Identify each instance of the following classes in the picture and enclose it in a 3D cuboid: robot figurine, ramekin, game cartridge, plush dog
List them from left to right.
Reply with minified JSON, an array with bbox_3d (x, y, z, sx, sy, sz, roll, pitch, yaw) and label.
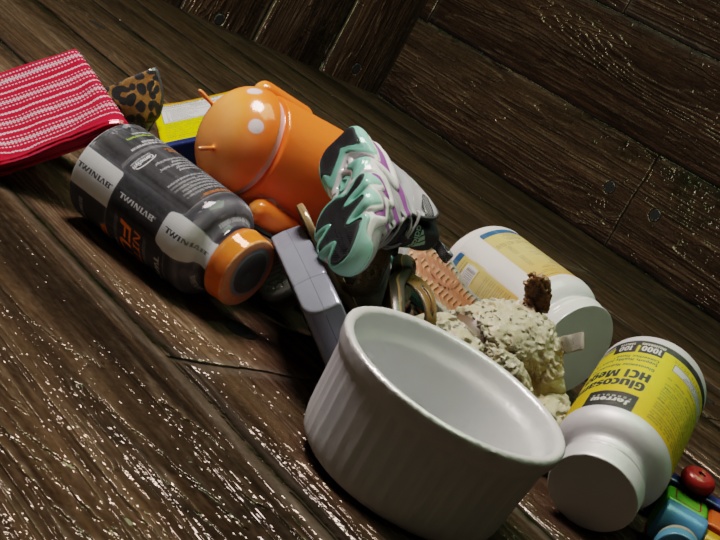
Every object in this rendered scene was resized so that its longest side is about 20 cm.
[{"bbox_3d":[-0.082,-0.110,1.248,0.200,0.144,0.117,26,-2,-34],"label":"robot figurine"},{"bbox_3d":[-0.036,0.036,1.136,0.200,0.041,0.133,-122,-167,-66],"label":"game cartridge"},{"bbox_3d":[0.052,0.124,0.981,0.200,0.098,0.201,28,16,-9],"label":"ramekin"},{"bbox_3d":[0.109,0.085,1.241,0.172,0.161,0.200,-8,32,-30],"label":"plush dog"}]

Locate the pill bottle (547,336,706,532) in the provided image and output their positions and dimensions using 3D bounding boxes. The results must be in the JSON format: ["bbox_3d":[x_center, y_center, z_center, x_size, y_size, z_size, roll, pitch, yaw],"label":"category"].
[{"bbox_3d":[0.251,0.155,1.182,0.112,0.113,0.200,32,38,12],"label":"pill bottle"}]

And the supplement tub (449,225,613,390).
[{"bbox_3d":[0.200,0.048,1.540,0.145,0.145,0.200,18,17,-42],"label":"supplement tub"}]

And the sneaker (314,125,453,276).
[{"bbox_3d":[0.032,-0.039,1.138,0.140,0.078,0.200,37,31,-24],"label":"sneaker"}]

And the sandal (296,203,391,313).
[{"bbox_3d":[-0.002,-0.004,1.207,0.212,0.070,0.078,70,-5,-48],"label":"sandal"}]

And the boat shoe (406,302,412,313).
[{"bbox_3d":[-0.011,-0.007,1.465,0.202,0.075,0.075,40,2,24],"label":"boat shoe"}]

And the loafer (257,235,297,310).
[{"bbox_3d":[-0.061,-0.007,1.324,0.200,0.075,0.070,-75,142,-63],"label":"loafer"}]

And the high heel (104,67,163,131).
[{"bbox_3d":[-0.317,-0.192,1.347,0.200,0.143,0.071,28,12,-3],"label":"high heel"}]

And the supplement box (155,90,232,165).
[{"bbox_3d":[-0.166,-0.122,1.398,0.109,0.110,0.200,-12,22,-8],"label":"supplement box"}]

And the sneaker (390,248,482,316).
[{"bbox_3d":[0.085,0.044,1.388,0.200,0.080,0.071,45,44,-32],"label":"sneaker"}]

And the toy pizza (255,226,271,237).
[{"bbox_3d":[-0.101,-0.076,1.626,0.200,0.032,0.200,28,12,-7],"label":"toy pizza"}]

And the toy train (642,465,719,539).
[{"bbox_3d":[0.356,0.275,1.144,0.200,0.085,0.116,31,23,7],"label":"toy train"}]

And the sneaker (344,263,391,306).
[{"bbox_3d":[-0.001,-0.034,1.363,0.071,0.099,0.200,-10,48,0],"label":"sneaker"}]

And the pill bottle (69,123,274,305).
[{"bbox_3d":[-0.174,-0.048,1.175,0.200,0.106,0.106,35,14,26],"label":"pill bottle"}]

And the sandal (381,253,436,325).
[{"bbox_3d":[0.046,0.043,1.170,0.054,0.082,0.200,13,20,2],"label":"sandal"}]

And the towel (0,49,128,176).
[{"bbox_3d":[-0.329,-0.166,1.266,0.144,0.023,0.200,-21,39,-16],"label":"towel"}]

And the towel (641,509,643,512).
[{"bbox_3d":[0.316,0.235,1.330,0.200,0.023,0.153,30,12,7],"label":"towel"}]
